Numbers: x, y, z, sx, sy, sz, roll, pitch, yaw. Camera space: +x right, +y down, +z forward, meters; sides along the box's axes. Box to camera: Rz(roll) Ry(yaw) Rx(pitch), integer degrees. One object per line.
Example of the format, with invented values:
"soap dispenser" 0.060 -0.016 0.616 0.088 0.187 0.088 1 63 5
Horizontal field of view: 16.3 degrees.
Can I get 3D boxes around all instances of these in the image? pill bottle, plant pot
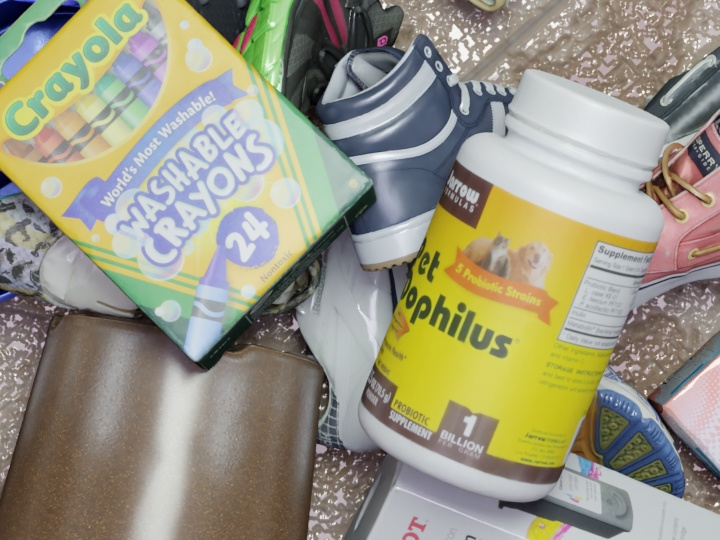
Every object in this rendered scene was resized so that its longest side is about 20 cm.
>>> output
"pill bottle" 0.081 0.006 1.249 0.109 0.109 0.200 21 100 -2
"plant pot" -0.110 0.132 1.332 0.200 0.200 0.198 10 84 -2

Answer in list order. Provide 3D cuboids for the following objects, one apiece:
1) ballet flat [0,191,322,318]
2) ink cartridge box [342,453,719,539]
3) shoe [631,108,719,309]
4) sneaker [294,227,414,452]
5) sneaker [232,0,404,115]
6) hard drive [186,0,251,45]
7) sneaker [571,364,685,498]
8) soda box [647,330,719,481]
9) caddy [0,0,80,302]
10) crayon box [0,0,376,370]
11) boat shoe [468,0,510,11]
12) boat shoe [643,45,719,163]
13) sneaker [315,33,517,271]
"ballet flat" -0.108 -0.006 1.314 0.200 0.072 0.072 1 92 -25
"ink cartridge box" 0.092 0.175 1.356 0.200 0.086 0.148 21 127 -3
"shoe" 0.165 -0.037 1.333 0.200 0.072 0.091 -11 137 -20
"sneaker" 0.000 0.000 1.388 0.080 0.076 0.200 -6 85 21
"sneaker" -0.021 -0.128 1.355 0.084 0.077 0.200 23 67 -14
"hard drive" -0.084 -0.222 1.347 0.042 0.135 0.200 6 96 15
"sneaker" 0.114 0.054 1.389 0.075 0.088 0.200 -30 118 28
"soda box" 0.256 0.032 1.398 0.200 0.064 0.068 -43 92 0
"caddy" -0.189 -0.066 1.358 0.200 0.105 0.141 -33 93 -1
"crayon box" -0.106 -0.064 1.257 0.200 0.052 0.126 44 87 8
"boat shoe" 0.020 -0.224 1.348 0.200 0.073 0.063 39 56 -13
"boat shoe" 0.192 -0.081 1.395 0.200 0.076 0.060 -31 54 8
"sneaker" 0.058 -0.086 1.339 0.200 0.070 0.109 -30 103 -39
